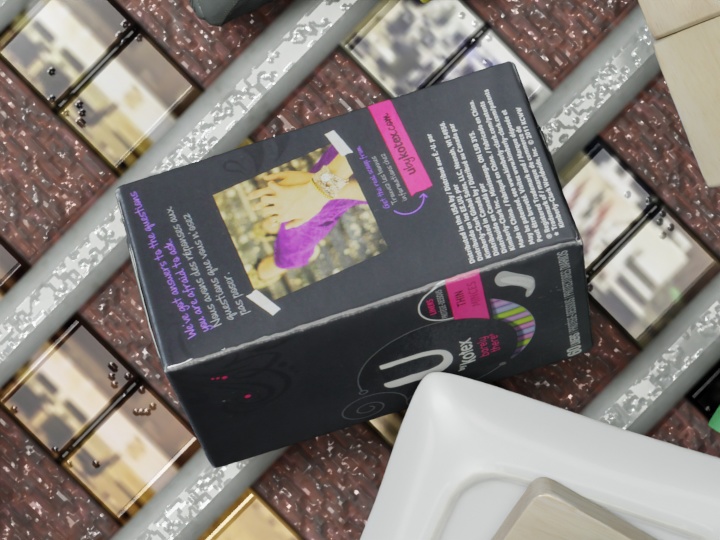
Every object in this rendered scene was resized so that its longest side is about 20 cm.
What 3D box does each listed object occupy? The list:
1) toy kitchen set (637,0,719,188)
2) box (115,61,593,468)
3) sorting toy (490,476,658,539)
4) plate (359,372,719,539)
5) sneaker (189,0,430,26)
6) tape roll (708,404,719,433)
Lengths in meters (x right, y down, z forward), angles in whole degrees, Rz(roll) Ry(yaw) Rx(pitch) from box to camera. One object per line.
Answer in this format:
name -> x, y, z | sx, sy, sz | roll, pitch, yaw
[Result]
toy kitchen set -> 0.221, -0.146, 1.144 | 0.199, 0.163, 0.181 | -20, 97, 21
box -> 0.000, 0.000, 1.187 | 0.199, 0.122, 0.106 | -17, 62, 0
sorting toy -> 0.116, 0.234, 1.185 | 0.200, 0.070, 0.199 | 30, 109, -10
plate -> 0.091, 0.166, 1.218 | 0.199, 0.032, 0.200 | 18, 112, -9
sneaker -> 0.012, -0.162, 1.217 | 0.199, 0.074, 0.085 | -28, 94, 1
tape roll -> 0.259, 0.108, 1.173 | 0.200, 0.200, 0.048 | 33, 91, -3
